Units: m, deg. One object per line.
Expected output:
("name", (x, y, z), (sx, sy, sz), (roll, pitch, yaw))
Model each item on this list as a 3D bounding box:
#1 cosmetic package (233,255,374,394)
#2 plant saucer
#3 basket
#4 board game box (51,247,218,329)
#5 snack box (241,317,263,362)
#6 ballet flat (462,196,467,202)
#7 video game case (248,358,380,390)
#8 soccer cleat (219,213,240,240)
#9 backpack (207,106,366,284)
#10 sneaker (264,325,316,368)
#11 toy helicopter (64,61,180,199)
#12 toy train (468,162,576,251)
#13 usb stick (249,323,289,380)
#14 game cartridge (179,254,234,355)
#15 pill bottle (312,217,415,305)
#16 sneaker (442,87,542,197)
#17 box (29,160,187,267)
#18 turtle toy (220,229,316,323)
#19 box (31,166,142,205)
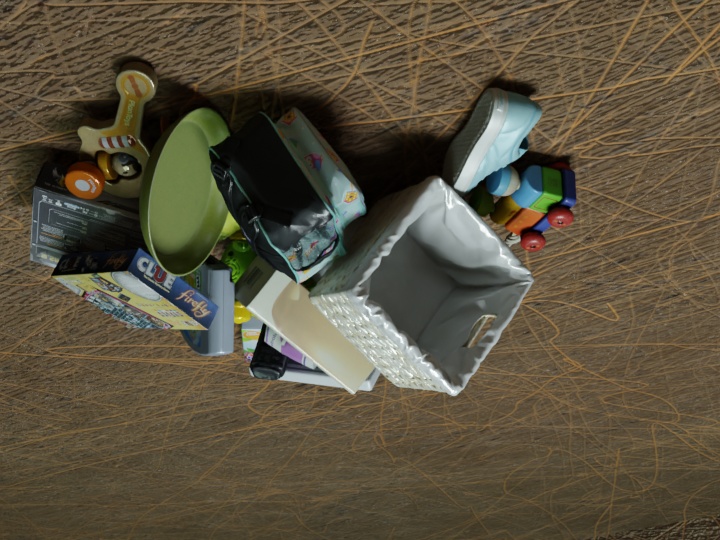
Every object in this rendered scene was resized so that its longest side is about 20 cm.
("cosmetic package", (-0.071, 0.069, 1.504), (0.200, 0.071, 0.105), (41, 177, -24))
("plant saucer", (-0.209, -0.095, 1.329), (0.031, 0.202, 0.200), (13, 158, 20))
("basket", (0.070, 0.022, 1.415), (0.200, 0.199, 0.160), (44, 157, -18))
("board game box", (-0.286, 0.026, 1.411), (0.199, 0.035, 0.135), (-2, 146, 49))
("snack box", (-0.098, 0.106, 1.874), (0.197, 0.054, 0.143), (0, 152, -3))
("ballet flat", (0.101, -0.062, 1.552), (0.067, 0.069, 0.199), (-6, 166, -36))
("video game case", (-0.045, 0.107, 1.708), (0.198, 0.182, 0.024), (4, 126, 22))
("soccer cleat", (-0.224, -0.045, 1.533), (0.198, 0.085, 0.065), (-16, 150, 27))
("backpack", (-0.084, -0.084, 1.356), (0.153, 0.176, 0.200), (-34, 161, -13))
("sneaker", (-0.075, 0.053, 1.681), (0.113, 0.201, 0.073), (22, 129, 15))
("toy helicopter", (-0.265, -0.158, 1.315), (0.131, 0.079, 0.201), (18, 136, -7))
("toy train", (0.192, -0.076, 1.493), (0.115, 0.086, 0.200), (14, 150, -18))
("usb stick", (-0.124, 0.092, 1.701), (0.055, 0.201, 0.033), (10, 126, 2))
("game cartridge", (-0.219, 0.045, 1.562), (0.040, 0.135, 0.200), (-6, -168, -22))
("pill bottle", (0.000, 0.000, 1.534), (0.112, 0.113, 0.200), (-27, 114, 42))
("sneaker", (0.160, -0.142, 1.368), (0.081, 0.075, 0.200), (9, 153, -13))
("box", (-0.323, -0.046, 1.450), (0.198, 0.049, 0.159), (17, 142, -5))
("turtle toy", (-0.114, 0.007, 1.602), (0.198, 0.148, 0.101), (5, 176, -10))
("box", (-0.313, -0.096, 1.484), (0.198, 0.036, 0.143), (-17, 149, 27))
